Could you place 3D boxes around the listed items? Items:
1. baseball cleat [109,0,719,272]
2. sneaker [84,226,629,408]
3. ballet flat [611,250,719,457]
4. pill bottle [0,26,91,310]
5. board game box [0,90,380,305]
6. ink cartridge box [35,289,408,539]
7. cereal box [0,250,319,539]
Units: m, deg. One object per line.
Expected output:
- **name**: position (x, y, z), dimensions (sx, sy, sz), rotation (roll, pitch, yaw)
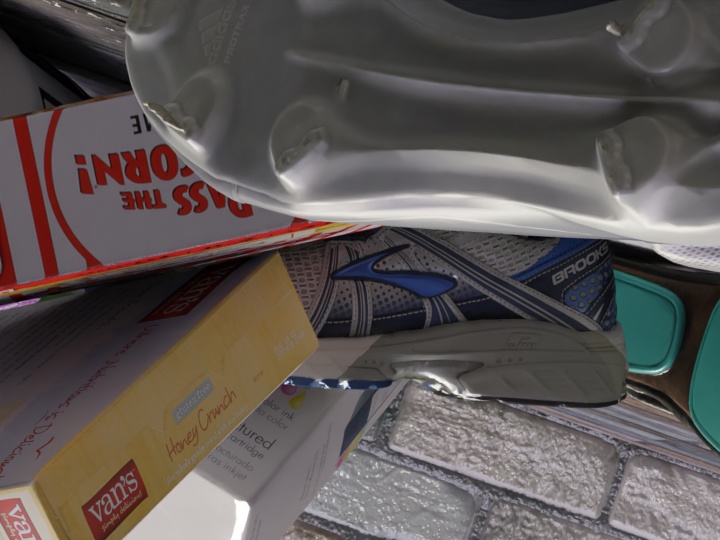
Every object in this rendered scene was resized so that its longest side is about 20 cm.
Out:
- **baseball cleat**: position (0.038, -0.029, 0.574), dimensions (0.199, 0.070, 0.106), rotation (17, 175, 42)
- **sneaker**: position (0.000, 0.000, 0.929), dimensions (0.198, 0.086, 0.077), rotation (5, 178, -20)
- **ballet flat**: position (0.144, 0.032, 1.023), dimensions (0.068, 0.069, 0.200), rotation (10, -168, -33)
- **pill bottle**: position (-0.166, -0.045, 1.041), dimensions (0.112, 0.113, 0.200), rotation (18, 176, 10)
- **board game box**: position (-0.057, -0.025, 0.780), dimensions (0.150, 0.047, 0.200), rotation (-12, 180, -6)
- **ink cartridge box**: position (-0.040, 0.016, 1.018), dimensions (0.117, 0.200, 0.068), rotation (29, 139, 13)
- **cereal box**: position (-0.128, 0.056, 0.834), dimensions (0.199, 0.040, 0.144), rotation (-11, -159, 36)
